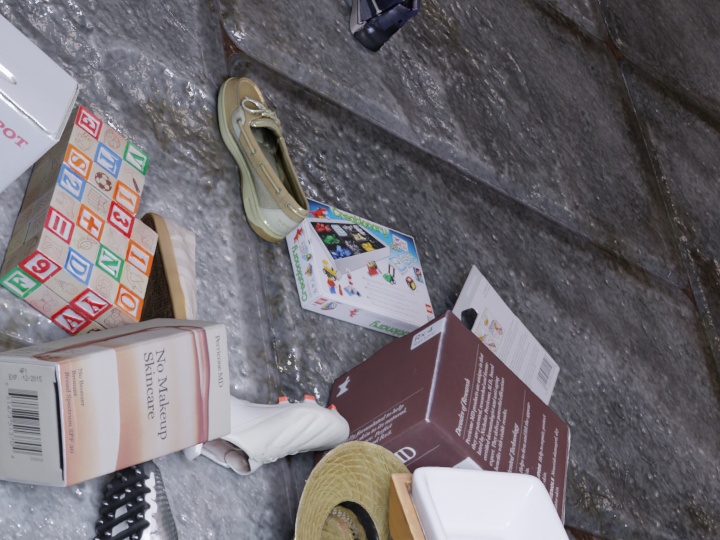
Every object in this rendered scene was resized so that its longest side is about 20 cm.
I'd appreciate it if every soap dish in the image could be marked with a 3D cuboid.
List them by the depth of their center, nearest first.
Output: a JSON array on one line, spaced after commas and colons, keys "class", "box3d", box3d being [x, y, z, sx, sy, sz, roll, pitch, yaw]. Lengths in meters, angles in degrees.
[{"class": "soap dish", "box3d": [0.114, 0.270, 1.434, 0.156, 0.082, 0.201, 8, 41, -27]}]

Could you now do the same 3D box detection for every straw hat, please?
[{"class": "straw hat", "box3d": [-0.023, 0.261, 1.486, 0.200, 0.085, 0.203, 17, 66, -44]}]

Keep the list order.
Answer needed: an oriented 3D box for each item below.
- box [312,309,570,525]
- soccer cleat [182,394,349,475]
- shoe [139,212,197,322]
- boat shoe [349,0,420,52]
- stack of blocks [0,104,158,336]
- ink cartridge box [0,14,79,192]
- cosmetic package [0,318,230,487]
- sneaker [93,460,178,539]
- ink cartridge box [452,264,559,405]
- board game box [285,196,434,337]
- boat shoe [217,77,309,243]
[{"class": "box", "box3d": [0.083, 0.187, 1.623, 0.200, 0.165, 0.165, 42, 34, -21]}, {"class": "soccer cleat", "box3d": [-0.091, 0.155, 1.512, 0.199, 0.069, 0.078, 14, 55, -39]}, {"class": "shoe", "box3d": [-0.170, 0.031, 1.503, 0.053, 0.070, 0.201, 19, 44, -34]}, {"class": "boat shoe", "box3d": [0.036, -0.380, 2.149, 0.074, 0.092, 0.201, 32, 39, -35]}, {"class": "stack of blocks", "box3d": [-0.245, -0.041, 1.476, 0.115, 0.058, 0.201, 38, 35, -28]}, {"class": "ink cartridge box", "box3d": [-0.339, -0.115, 1.274, 0.145, 0.199, 0.088, 40, 34, -24]}, {"class": "cosmetic package", "box3d": [-0.201, 0.104, 1.334, 0.199, 0.087, 0.105, -15, 103, -54]}, {"class": "sneaker", "box3d": [-0.163, 0.252, 1.322, 0.090, 0.066, 0.202, 26, 45, -45]}, {"class": "ink cartridge box", "box3d": [0.150, 0.114, 1.904, 0.174, 0.043, 0.200, 49, 32, -12]}, {"class": "board game box", "box3d": [0.000, 0.000, 1.805, 0.199, 0.034, 0.127, 19, 48, -46]}, {"class": "boat shoe", "box3d": [-0.101, -0.129, 1.755, 0.073, 0.063, 0.202, 20, 47, -45]}]
